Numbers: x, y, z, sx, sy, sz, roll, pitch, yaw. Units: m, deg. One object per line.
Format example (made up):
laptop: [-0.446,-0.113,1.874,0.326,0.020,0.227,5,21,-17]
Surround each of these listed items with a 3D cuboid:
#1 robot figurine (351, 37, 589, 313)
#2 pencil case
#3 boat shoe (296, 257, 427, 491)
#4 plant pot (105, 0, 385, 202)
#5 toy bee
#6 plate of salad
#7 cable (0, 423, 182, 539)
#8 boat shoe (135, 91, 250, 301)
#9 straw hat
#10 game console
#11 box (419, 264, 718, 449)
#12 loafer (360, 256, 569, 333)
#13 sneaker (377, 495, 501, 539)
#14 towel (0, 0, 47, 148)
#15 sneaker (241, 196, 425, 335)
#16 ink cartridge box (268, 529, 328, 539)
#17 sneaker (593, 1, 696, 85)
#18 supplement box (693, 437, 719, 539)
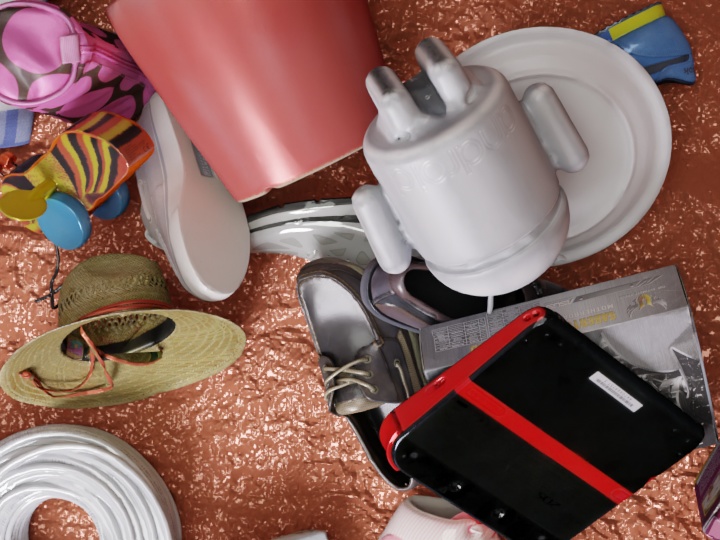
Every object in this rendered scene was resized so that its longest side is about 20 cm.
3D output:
robot figurine: [0.076,-0.064,1.198,0.169,0.113,0.200,-29,117,6]
pencil case: [-0.220,-0.157,1.300,0.093,0.200,0.091,8,93,11]
boat shoe: [0.010,0.082,1.305,0.074,0.073,0.200,-22,108,33]
plant pot: [-0.070,-0.160,1.290,0.200,0.200,0.178,-24,97,9]
toy bee: [-0.244,-0.063,1.323,0.109,0.131,0.200,41,114,3]
plate of salad: [0.133,-0.093,1.274,0.199,0.048,0.201,0,121,0]
cable: [-0.245,0.226,1.387,0.200,0.069,0.200,30,96,6]
boat shoe: [-0.143,-0.053,1.328,0.068,0.072,0.201,-41,57,35]
straw hat: [-0.194,0.034,1.332,0.200,0.201,0.085,-15,66,9]
game console: [0.133,0.123,1.260,0.177,0.031,0.200,-41,124,21]
box: [0.159,0.088,1.278,0.199,0.048,0.159,-14,133,8]
loafer: [0.100,0.031,1.286,0.199,0.063,0.072,13,81,-19]
sneaker: [0.103,0.244,1.325,0.200,0.075,0.105,25,101,12]
towel: [-0.318,-0.173,1.319,0.024,0.146,0.200,53,142,39]
sneaker: [0.000,0.000,1.333,0.200,0.076,0.116,-4,90,7]
ink cartridge box: [-0.103,0.306,1.332,0.199,0.050,0.163,-14,89,-23]
sneaker: [0.163,-0.129,1.308,0.200,0.066,0.079,-27,91,9]
supplement box: [0.318,0.143,1.225,0.103,0.200,0.131,32,98,7]
